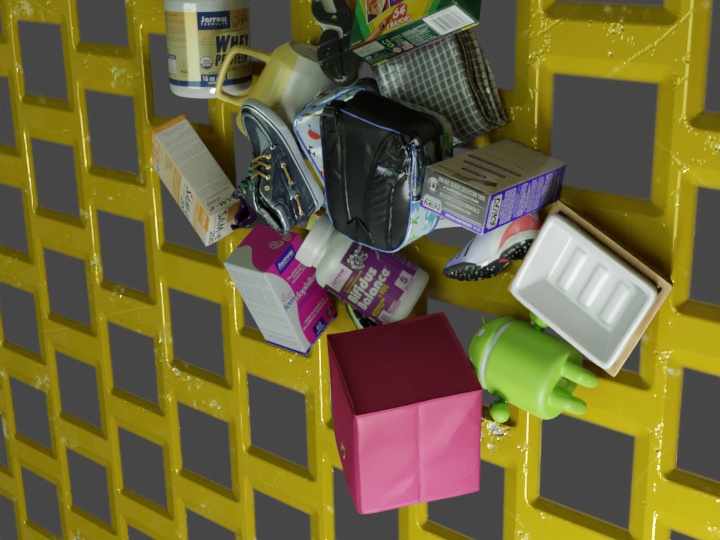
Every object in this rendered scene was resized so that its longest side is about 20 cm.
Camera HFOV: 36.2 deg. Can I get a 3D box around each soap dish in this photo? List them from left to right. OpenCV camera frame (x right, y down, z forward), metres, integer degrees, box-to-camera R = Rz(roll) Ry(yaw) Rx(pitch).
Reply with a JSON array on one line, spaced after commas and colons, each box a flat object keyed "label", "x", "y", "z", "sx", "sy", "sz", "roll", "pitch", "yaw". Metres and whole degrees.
[{"label": "soap dish", "x": 0.317, "y": 0.021, "z": 1.516, "sx": 0.200, "sy": 0.081, "sz": 0.158, "roll": 41, "pitch": 123, "yaw": 25}]

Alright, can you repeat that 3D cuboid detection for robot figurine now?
[{"label": "robot figurine", "x": 0.242, "y": 0.140, "z": 1.608, "sx": 0.199, "sy": 0.115, "sz": 0.177, "roll": 25, "pitch": 93, "yaw": 34}]

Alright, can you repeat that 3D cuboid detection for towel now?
[{"label": "towel", "x": 0.107, "y": -0.276, "z": 1.610, "sx": 0.165, "sy": 0.085, "sz": 0.202, "roll": -22, "pitch": 89, "yaw": 44}]

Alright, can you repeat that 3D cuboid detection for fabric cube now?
[{"label": "fabric cube", "x": 0.064, "y": 0.214, "z": 1.670, "sx": 0.197, "sy": 0.197, "sz": 0.201, "roll": -112, "pitch": 15, "yaw": -53}]

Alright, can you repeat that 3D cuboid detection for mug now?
[{"label": "mug", "x": -0.119, "y": -0.282, "z": 1.761, "sx": 0.150, "sy": 0.185, "sz": 0.154, "roll": 51, "pitch": 126, "yaw": 41}]

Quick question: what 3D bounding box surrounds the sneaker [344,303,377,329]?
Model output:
[{"label": "sneaker", "x": 0.026, "y": 0.131, "z": 1.838, "sx": 0.081, "sy": 0.073, "sz": 0.201, "roll": -39, "pitch": 76, "yaw": 46}]

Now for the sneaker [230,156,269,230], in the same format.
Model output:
[{"label": "sneaker", "x": -0.174, "y": -0.157, "z": 1.899, "sx": 0.074, "sy": 0.087, "sz": 0.202, "roll": 40, "pitch": 130, "yaw": 46}]

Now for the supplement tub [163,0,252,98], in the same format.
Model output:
[{"label": "supplement tub", "x": -0.257, "y": -0.401, "z": 1.859, "sx": 0.143, "sy": 0.144, "sz": 0.203, "roll": 15, "pitch": 114, "yaw": 38}]

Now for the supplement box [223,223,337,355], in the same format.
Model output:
[{"label": "supplement box", "x": -0.133, "y": 0.032, "z": 1.871, "sx": 0.103, "sy": 0.101, "sz": 0.201, "roll": 14, "pitch": 143, "yaw": 38}]

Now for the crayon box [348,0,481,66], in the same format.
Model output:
[{"label": "crayon box", "x": 0.081, "y": -0.400, "z": 1.545, "sx": 0.199, "sy": 0.058, "sz": 0.175, "roll": -13, "pitch": 60, "yaw": 42}]

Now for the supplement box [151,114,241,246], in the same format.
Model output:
[{"label": "supplement box", "x": -0.301, "y": -0.162, "z": 2.003, "sx": 0.201, "sy": 0.073, "sz": 0.126, "roll": 54, "pitch": 158, "yaw": 15}]

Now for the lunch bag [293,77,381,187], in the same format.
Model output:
[{"label": "lunch bag", "x": -0.009, "y": -0.191, "z": 1.698, "sx": 0.159, "sy": 0.076, "sz": 0.201, "roll": -22, "pitch": 108, "yaw": 23}]

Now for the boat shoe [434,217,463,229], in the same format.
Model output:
[{"label": "boat shoe", "x": 0.112, "y": -0.112, "z": 1.666, "sx": 0.199, "sy": 0.071, "sz": 0.092, "roll": -7, "pitch": 106, "yaw": 43}]

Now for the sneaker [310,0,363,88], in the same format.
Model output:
[{"label": "sneaker", "x": -0.015, "y": -0.327, "z": 1.672, "sx": 0.075, "sy": 0.116, "sz": 0.202, "roll": -21, "pitch": 50, "yaw": 13}]

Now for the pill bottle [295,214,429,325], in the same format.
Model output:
[{"label": "pill bottle", "x": 0.000, "y": 0.000, "z": 1.741, "sx": 0.199, "sy": 0.113, "sz": 0.113, "roll": 33, "pitch": 128, "yaw": 0}]

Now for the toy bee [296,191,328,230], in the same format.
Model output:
[{"label": "toy bee", "x": -0.077, "y": -0.084, "z": 1.831, "sx": 0.198, "sy": 0.108, "sz": 0.133, "roll": 18, "pitch": 118, "yaw": 37}]

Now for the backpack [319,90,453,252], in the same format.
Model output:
[{"label": "backpack", "x": 0.042, "y": -0.139, "z": 1.564, "sx": 0.182, "sy": 0.146, "sz": 0.202, "roll": 25, "pitch": 127, "yaw": 35}]

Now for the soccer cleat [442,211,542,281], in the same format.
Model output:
[{"label": "soccer cleat", "x": 0.195, "y": -0.040, "z": 1.637, "sx": 0.199, "sy": 0.068, "sz": 0.074, "roll": -30, "pitch": 58, "yaw": 50}]

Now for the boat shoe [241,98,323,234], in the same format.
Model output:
[{"label": "boat shoe", "x": -0.139, "y": -0.157, "z": 1.680, "sx": 0.071, "sy": 0.091, "sz": 0.201, "roll": -10, "pitch": 116, "yaw": 56}]

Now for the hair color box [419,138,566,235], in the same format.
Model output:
[{"label": "hair color box", "x": 0.184, "y": -0.118, "z": 1.513, "sx": 0.109, "sy": 0.199, "sz": 0.066, "roll": 27, "pitch": 121, "yaw": 32}]
